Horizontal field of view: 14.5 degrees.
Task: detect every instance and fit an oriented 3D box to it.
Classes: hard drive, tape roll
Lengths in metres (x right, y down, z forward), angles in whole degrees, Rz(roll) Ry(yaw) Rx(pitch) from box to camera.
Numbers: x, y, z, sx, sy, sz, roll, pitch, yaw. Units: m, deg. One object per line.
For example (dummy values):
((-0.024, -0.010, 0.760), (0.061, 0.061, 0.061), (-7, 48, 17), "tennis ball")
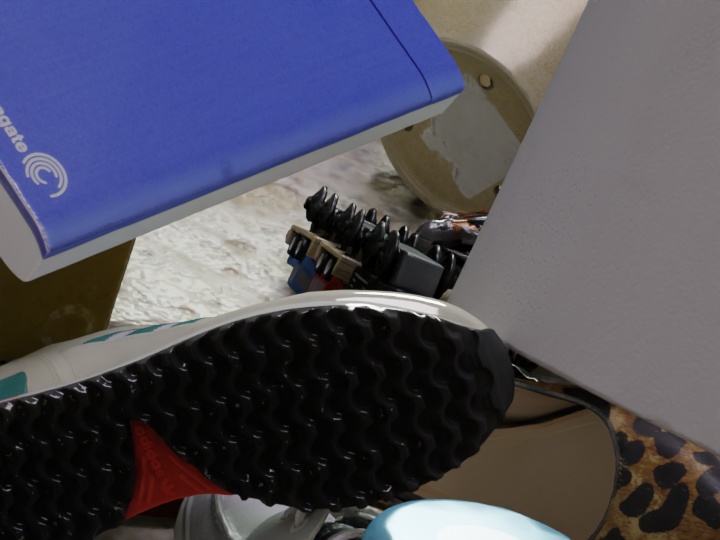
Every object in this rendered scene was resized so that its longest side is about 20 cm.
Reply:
((-0.070, -0.084, 0.952), (0.199, 0.025, 0.132), (-24, 75, -43), "hard drive")
((0.146, -0.007, 0.927), (0.202, 0.140, 0.203), (26, 3, -2), "tape roll")

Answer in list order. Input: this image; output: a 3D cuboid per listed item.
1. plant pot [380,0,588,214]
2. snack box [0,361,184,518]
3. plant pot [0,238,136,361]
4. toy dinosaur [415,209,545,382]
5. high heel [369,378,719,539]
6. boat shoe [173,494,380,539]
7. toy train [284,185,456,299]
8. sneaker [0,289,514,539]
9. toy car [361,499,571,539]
((0.100, -0.106, 1.301), (0.187, 0.188, 0.200), (26, 41, 23), "plant pot")
((-0.151, 0.054, 0.976), (0.199, 0.024, 0.072), (5, 25, -22), "snack box")
((-0.163, -0.070, 1.028), (0.193, 0.196, 0.200), (3, 31, -31), "plant pot")
((0.108, 0.019, 1.131), (0.199, 0.103, 0.136), (3, 1, 25), "toy dinosaur")
((0.033, 0.064, 0.970), (0.199, 0.072, 0.142), (17, 2, 40), "high heel")
((-0.008, 0.109, 0.892), (0.071, 0.069, 0.200), (6, 27, -19), "boat shoe")
((0.000, 0.000, 1.103), (0.034, 0.046, 0.200), (23, 3, -12), "toy train")
((-0.049, 0.037, 0.905), (0.198, 0.071, 0.094), (-15, 20, 10), "sneaker")
((0.053, 0.138, 0.748), (0.176, 0.186, 0.200), (13, 17, -4), "toy car")
